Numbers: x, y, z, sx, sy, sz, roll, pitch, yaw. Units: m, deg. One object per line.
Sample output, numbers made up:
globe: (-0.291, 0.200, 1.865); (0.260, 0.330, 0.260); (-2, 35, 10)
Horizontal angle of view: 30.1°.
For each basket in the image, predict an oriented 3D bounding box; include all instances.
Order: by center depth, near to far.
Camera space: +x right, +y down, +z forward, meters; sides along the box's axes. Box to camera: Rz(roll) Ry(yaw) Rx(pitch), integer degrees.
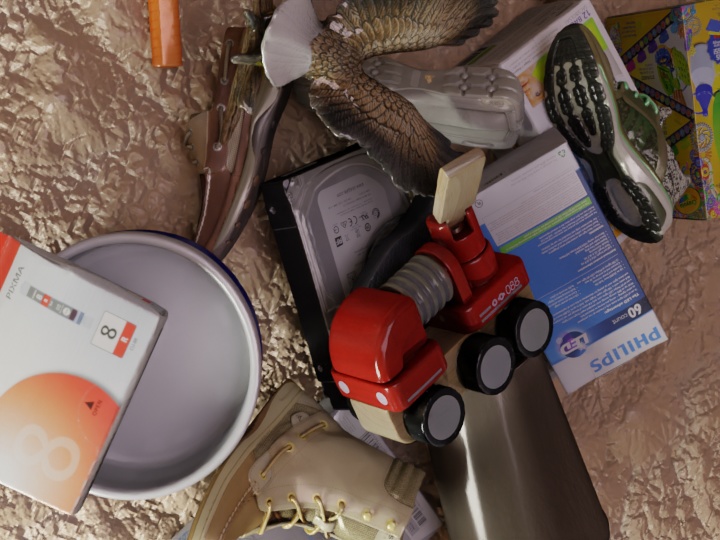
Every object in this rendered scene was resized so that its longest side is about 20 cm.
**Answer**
basket: (0.125, 0.164, 1.163); (0.180, 0.134, 0.202); (-48, 124, -52)

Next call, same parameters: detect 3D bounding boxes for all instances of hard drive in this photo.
hard drive: (0.000, 0.000, 1.147); (0.139, 0.038, 0.203); (-26, 105, -42)

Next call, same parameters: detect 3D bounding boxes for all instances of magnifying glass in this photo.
magnifying glass: (-0.163, -0.268, 1.087); (0.078, 0.022, 0.204); (-5, 97, -24)

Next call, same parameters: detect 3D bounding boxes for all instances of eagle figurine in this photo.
eagle figurine: (0.004, -0.158, 1.025); (0.197, 0.153, 0.152); (14, 52, -2)

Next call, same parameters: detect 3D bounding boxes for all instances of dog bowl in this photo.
dog bowl: (-0.174, 0.070, 1.038); (0.197, 0.079, 0.204); (0, 95, -2)

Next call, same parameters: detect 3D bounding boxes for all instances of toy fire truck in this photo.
toy fire truck: (0.055, 0.011, 1.032); (0.176, 0.128, 0.202); (-39, 120, -28)

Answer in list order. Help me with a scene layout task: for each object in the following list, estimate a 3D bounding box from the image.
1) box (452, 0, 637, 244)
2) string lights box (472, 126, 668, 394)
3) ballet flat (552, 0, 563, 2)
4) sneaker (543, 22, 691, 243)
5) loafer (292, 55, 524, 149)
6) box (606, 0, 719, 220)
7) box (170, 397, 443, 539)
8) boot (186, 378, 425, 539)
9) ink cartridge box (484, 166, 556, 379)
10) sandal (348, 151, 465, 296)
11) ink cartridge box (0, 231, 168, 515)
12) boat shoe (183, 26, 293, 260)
box: (0.187, -0.128, 1.212); (0.112, 0.101, 0.201); (-38, 108, -17)
string lights box: (0.172, -0.007, 1.149); (0.102, 0.059, 0.202); (-28, 108, 6)
ballet flat: (0.191, -0.319, 1.230); (0.064, 0.071, 0.203); (10, 87, 3)
sneaker: (0.224, -0.127, 1.142); (0.088, 0.076, 0.202); (-40, 114, -29)
loafer: (0.039, -0.136, 1.132); (0.197, 0.070, 0.071); (9, 132, 11)
box: (0.359, -0.164, 1.277); (0.197, 0.122, 0.196); (-14, 100, -23)
box: (-0.044, 0.229, 1.166); (0.200, 0.041, 0.157); (-42, 108, -17)
boot: (-0.041, 0.193, 1.059); (0.154, 0.073, 0.200); (32, 40, 4)
ink cartridge box: (0.132, 0.003, 1.219); (0.103, 0.059, 0.201); (-38, 108, -17)
sandal: (0.043, -0.020, 1.141); (0.201, 0.042, 0.077); (-54, 133, -36)
ink cartridge box: (-0.260, 0.060, 0.972); (0.198, 0.050, 0.164); (25, 93, -6)
boat shoe: (-0.109, -0.105, 1.102); (0.071, 0.076, 0.203); (17, 84, 1)
